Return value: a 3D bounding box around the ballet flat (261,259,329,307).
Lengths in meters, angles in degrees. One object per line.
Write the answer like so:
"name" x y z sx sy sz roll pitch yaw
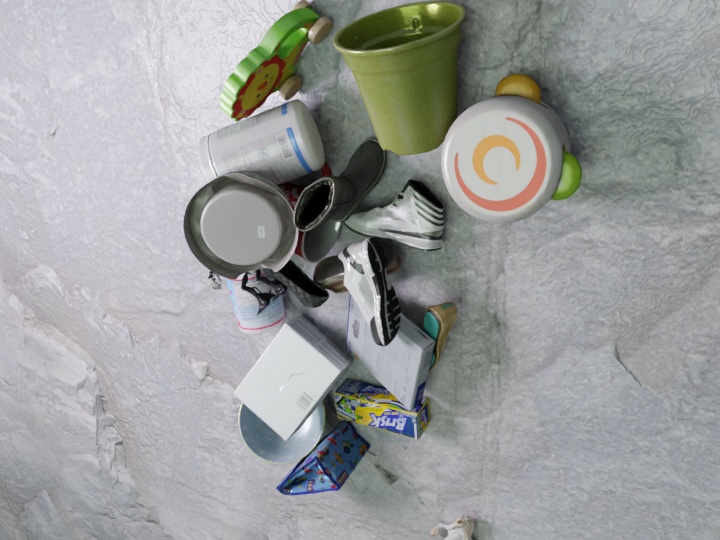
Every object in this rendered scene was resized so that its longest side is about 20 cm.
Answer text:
"ballet flat" -0.138 -0.004 1.314 0.057 0.067 0.200 -28 121 34

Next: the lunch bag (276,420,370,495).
"lunch bag" -0.098 0.449 1.583 0.200 0.150 0.094 -36 94 39

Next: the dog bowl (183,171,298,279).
"dog bowl" -0.206 -0.082 1.203 0.198 0.059 0.202 0 119 0

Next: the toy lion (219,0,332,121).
"toy lion" -0.155 -0.345 1.154 0.069 0.192 0.200 42 129 5

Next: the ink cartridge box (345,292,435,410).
"ink cartridge box" 0.054 0.151 1.358 0.200 0.043 0.197 41 145 29

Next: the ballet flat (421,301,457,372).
"ballet flat" 0.144 0.132 1.311 0.069 0.063 0.201 50 149 24

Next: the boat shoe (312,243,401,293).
"boat shoe" 0.000 0.000 1.335 0.199 0.076 0.072 -10 141 37

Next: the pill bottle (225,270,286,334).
"pill bottle" -0.229 0.026 1.459 0.108 0.109 0.202 3 116 30

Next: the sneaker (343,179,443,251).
"sneaker" 0.064 -0.113 1.240 0.199 0.076 0.116 15 108 25

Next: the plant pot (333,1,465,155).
"plant pot" 0.075 -0.289 1.060 0.199 0.201 0.185 6 129 29

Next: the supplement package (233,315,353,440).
"supplement package" -0.141 0.227 1.467 0.155 0.111 0.201 39 103 7

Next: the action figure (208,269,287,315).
"action figure" -0.236 -0.012 1.335 0.119 0.102 0.200 -35 105 29

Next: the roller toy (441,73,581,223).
"roller toy" 0.223 -0.176 1.047 0.182 0.140 0.201 -31 92 30

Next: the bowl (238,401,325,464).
"bowl" -0.175 0.343 1.587 0.200 0.201 0.108 37 172 9

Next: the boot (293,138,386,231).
"boot" -0.033 -0.149 1.155 0.072 0.200 0.183 30 100 15

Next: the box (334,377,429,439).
"box" 0.046 0.294 1.464 0.198 0.064 0.071 9 120 28

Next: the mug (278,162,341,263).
"mug" -0.140 -0.130 1.332 0.199 0.178 0.134 23 163 24

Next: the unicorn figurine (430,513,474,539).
"unicorn figurine" 0.220 0.612 1.536 0.137 0.074 0.200 -29 112 29

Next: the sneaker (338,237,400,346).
"sneaker" 0.017 0.041 1.248 0.079 0.074 0.202 -9 97 33

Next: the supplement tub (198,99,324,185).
"supplement tub" -0.176 -0.215 1.237 0.198 0.132 0.133 -18 107 11
